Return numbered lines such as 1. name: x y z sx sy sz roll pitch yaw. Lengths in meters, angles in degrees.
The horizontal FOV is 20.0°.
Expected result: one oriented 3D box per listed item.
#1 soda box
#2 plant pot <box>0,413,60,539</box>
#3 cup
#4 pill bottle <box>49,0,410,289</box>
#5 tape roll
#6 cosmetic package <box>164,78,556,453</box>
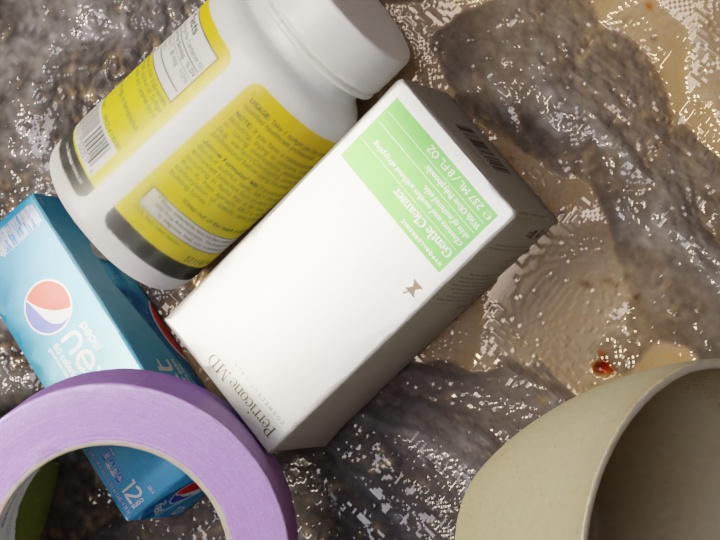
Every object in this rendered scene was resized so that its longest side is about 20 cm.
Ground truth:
1. soda box: -0.155 0.051 1.238 0.064 0.068 0.200 -38 73 16
2. plant pot: -0.275 0.176 1.242 0.187 0.187 0.200 34 88 22
3. cup: 0.132 0.145 1.056 0.143 0.200 0.201 -2 86 49
4. pill bottle: -0.075 -0.092 1.185 0.200 0.114 0.114 -40 73 17
5. tape roll: -0.136 0.158 1.146 0.199 0.066 0.201 0 94 3
6. cosmetic package: 0.000 0.000 1.163 0.200 0.085 0.108 -45 74 15
